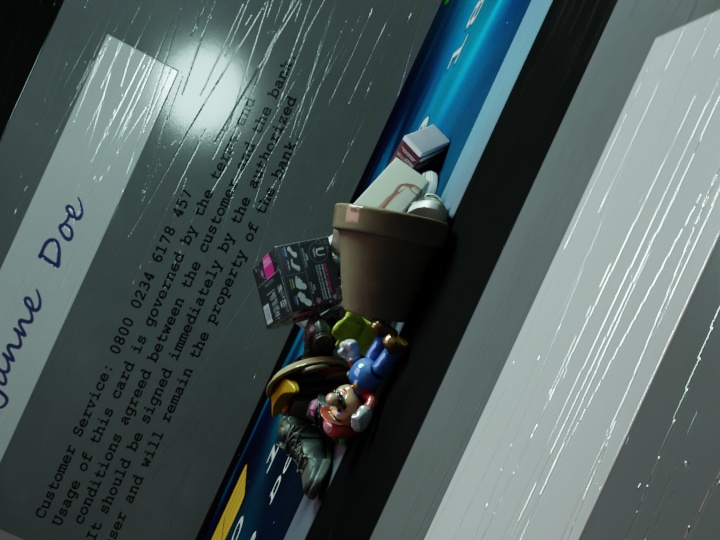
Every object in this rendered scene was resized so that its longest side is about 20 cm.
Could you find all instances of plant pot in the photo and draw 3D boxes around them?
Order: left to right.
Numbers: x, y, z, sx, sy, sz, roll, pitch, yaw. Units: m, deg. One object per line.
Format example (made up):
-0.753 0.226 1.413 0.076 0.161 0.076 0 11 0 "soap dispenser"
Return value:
0.037 -0.010 1.495 0.200 0.196 0.179 -166 87 -83 "plant pot"

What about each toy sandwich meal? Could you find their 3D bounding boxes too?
-0.091 0.238 1.709 0.206 0.201 0.071 123 139 -49 "toy sandwich meal"

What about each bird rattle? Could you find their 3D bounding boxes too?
0.007 0.055 1.644 0.162 0.111 0.204 -5 63 66 "bird rattle"

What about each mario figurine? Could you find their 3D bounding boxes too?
-0.008 0.181 1.439 0.202 0.105 0.123 -61 -2 9 "mario figurine"

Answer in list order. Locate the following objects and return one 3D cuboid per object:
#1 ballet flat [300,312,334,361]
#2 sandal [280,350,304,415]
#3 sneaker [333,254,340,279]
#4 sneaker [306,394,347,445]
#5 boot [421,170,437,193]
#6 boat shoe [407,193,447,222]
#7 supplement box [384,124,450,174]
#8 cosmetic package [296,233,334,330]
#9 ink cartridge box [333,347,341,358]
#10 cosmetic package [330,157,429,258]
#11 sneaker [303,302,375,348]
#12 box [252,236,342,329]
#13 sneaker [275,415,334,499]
-0.084 0.156 1.710 0.202 0.065 0.058 105 154 -50 "ballet flat"
-0.131 0.202 1.838 0.076 0.042 0.203 140 153 -73 "sandal"
0.000 0.001 1.806 0.199 0.109 0.079 -158 75 -66 "sneaker"
-0.056 0.266 1.594 0.200 0.083 0.078 135 158 -71 "sneaker"
0.096 -0.150 1.827 0.074 0.094 0.202 -57 11 45 "boot"
0.119 -0.106 1.618 0.200 0.070 0.065 134 160 -76 "boat shoe"
0.106 -0.219 1.962 0.108 0.061 0.201 -28 -23 -44 "supplement box"
-0.079 0.032 1.927 0.201 0.101 0.071 -54 10 -13 "cosmetic package"
-0.074 0.217 1.893 0.201 0.086 0.147 -78 15 -68 "ink cartridge box"
0.037 -0.103 1.688 0.201 0.087 0.104 -50 -12 -28 "cosmetic package"
-0.026 0.097 1.754 0.199 0.081 0.074 -39 -16 17 "sneaker"
-0.123 0.028 1.730 0.200 0.113 0.135 146 109 -67 "box"
-0.109 0.339 1.636 0.200 0.112 0.077 -85 20 -64 "sneaker"
